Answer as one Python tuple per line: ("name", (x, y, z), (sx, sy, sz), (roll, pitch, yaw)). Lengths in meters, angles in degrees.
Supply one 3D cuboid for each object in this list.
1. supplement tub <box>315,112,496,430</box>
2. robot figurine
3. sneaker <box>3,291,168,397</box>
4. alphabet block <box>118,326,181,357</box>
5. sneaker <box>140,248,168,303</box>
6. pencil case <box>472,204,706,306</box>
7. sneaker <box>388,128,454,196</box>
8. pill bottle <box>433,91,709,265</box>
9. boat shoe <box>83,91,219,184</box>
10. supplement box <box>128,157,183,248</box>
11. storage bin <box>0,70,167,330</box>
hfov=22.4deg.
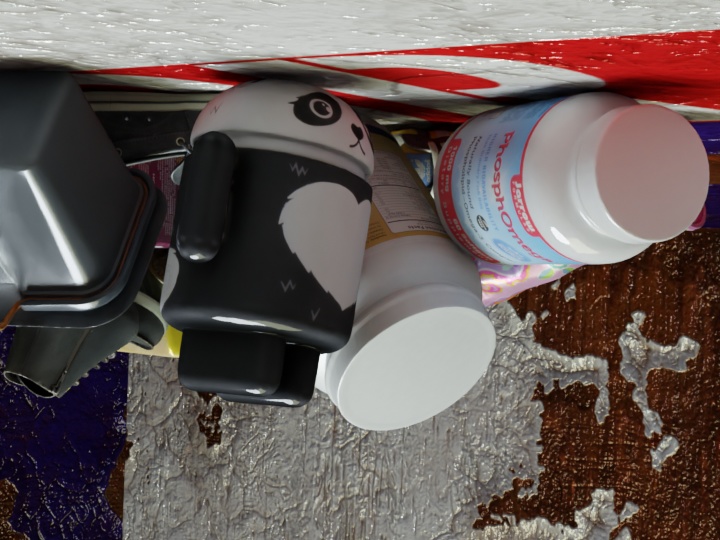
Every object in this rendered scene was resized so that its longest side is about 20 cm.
("supplement tub", (0.000, 0.000, 1.298), (0.144, 0.145, 0.201), (3, -138, -35))
("robot figurine", (-0.056, -0.019, 1.132), (0.124, 0.202, 0.150), (10, 169, -9))
("sneaker", (-0.224, 0.056, 1.449), (0.074, 0.107, 0.200), (15, 170, 22))
("alphabet block", (-0.138, -0.018, 1.711), (0.194, 0.198, 0.200), (0, 180, -31))
("sneaker", (-0.167, 0.005, 1.539), (0.199, 0.090, 0.067), (25, -127, 31))
("pencil case", (0.152, -0.041, 1.323), (0.199, 0.088, 0.087), (-23, 165, 33))
("sneaker", (0.077, -0.074, 1.408), (0.199, 0.076, 0.090), (0, -176, 37))
("pill bottle", (0.135, -0.058, 1.172), (0.108, 0.110, 0.200), (2, 179, -23))
("boat shoe", (-0.114, -0.090, 1.257), (0.198, 0.063, 0.075), (1, 177, 1))
("supplement box", (-0.217, -0.071, 1.409), (0.130, 0.104, 0.200), (0, 180, 12))
("storage bin", (-0.248, -0.048, 1.167), (0.198, 0.146, 0.135), (1, 141, 18))
